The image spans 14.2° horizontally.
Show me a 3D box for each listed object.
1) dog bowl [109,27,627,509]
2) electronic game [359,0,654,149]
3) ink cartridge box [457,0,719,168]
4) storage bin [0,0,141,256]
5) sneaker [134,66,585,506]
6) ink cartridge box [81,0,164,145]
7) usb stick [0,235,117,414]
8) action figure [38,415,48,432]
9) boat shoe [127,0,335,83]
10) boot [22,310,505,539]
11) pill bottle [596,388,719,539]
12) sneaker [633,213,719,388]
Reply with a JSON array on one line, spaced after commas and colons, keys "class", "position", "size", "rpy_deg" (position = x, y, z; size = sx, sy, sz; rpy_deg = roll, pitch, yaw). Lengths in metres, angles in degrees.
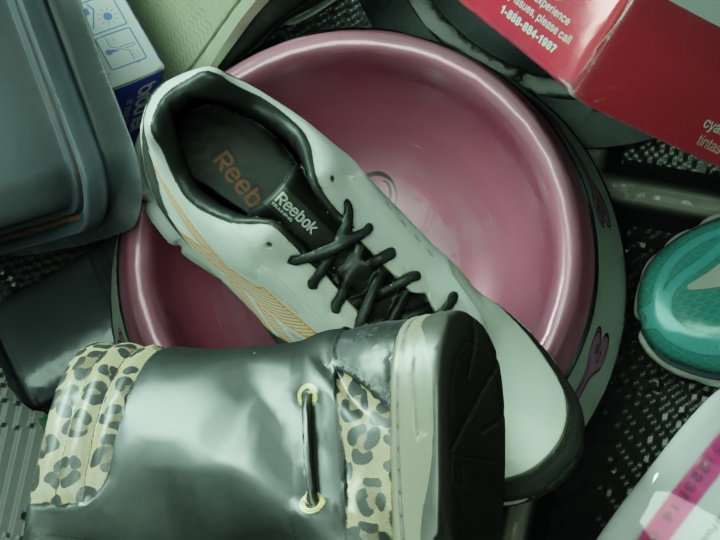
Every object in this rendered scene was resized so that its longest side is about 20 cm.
[{"class": "dog bowl", "position": [0.000, 0.000, 1.075], "size": [0.199, 0.074, 0.201], "rpy_deg": [-1, 77, 5]}, {"class": "electronic game", "position": [0.090, -0.148, 1.140], "size": [0.199, 0.042, 0.201], "rpy_deg": [0, 90, 8]}, {"class": "ink cartridge box", "position": [0.131, -0.154, 1.003], "size": [0.200, 0.144, 0.145], "rpy_deg": [-58, 42, 12]}, {"class": "storage bin", "position": [-0.188, -0.056, 1.068], "size": [0.134, 0.200, 0.146], "rpy_deg": [-22, 95, -24]}, {"class": "sneaker", "position": [-0.006, 0.007, 0.997], "size": [0.200, 0.080, 0.074], "rpy_deg": [40, 81, 10]}, {"class": "ink cartridge box", "position": [-0.144, -0.127, 1.138], "size": [0.044, 0.094, 0.200], "rpy_deg": [-22, 69, -22]}, {"class": "usb stick", "position": [-0.057, -0.010, 1.149], "size": [0.200, 0.033, 0.056], "rpy_deg": [-30, 59, 4]}, {"class": "action figure", "position": [-0.019, 0.068, 1.126], "size": [0.200, 0.055, 0.118], "rpy_deg": [-24, 75, 2]}, {"class": "boat shoe", "position": [-0.043, -0.112, 1.116], "size": [0.200, 0.067, 0.072], "rpy_deg": [-33, 68, 45]}, {"class": "boot", "position": [-0.034, 0.111, 0.952], "size": [0.150, 0.073, 0.201], "rpy_deg": [1, 82, 26]}, {"class": "pill bottle", "position": [0.182, 0.142, 1.044], "size": [0.200, 0.113, 0.113], "rpy_deg": [37, 89, 13]}, {"class": "sneaker", "position": [0.200, 0.003, 1.079], "size": [0.199, 0.080, 0.078], "rpy_deg": [-4, 81, 10]}]
